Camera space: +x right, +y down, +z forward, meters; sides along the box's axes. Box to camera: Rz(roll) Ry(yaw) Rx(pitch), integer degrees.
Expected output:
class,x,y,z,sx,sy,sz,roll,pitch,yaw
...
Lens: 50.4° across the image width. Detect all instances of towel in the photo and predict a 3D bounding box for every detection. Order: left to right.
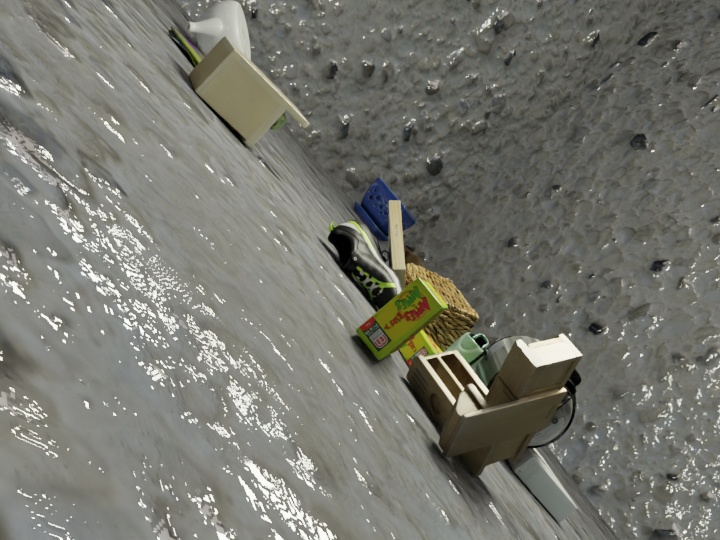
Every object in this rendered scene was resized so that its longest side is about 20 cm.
class,x,y,z,sx,sy,sz,roll,pitch,yaw
towel,-0.358,-0.467,1.753,0.144,0.023,0.200,52,6,12

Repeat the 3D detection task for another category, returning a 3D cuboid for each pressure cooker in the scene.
class,x,y,z,sx,sy,sz,roll,pitch,yaw
pressure cooker,0.305,0.232,1.430,0.177,0.178,0.200,11,15,-3

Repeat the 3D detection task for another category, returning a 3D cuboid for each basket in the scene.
class,x,y,z,sx,sy,sz,roll,pitch,yaw
basket,0.125,0.093,1.562,0.142,0.150,0.200,22,17,-20

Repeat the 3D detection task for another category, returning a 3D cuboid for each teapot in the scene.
class,x,y,z,sx,sy,sz,roll,pitch,yaw
teapot,-0.386,-0.634,2.092,0.199,0.144,0.201,-94,175,-45

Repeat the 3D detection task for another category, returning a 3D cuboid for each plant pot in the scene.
class,x,y,z,sx,sy,sz,roll,pitch,yaw
plant pot,0.098,-0.250,3.310,0.200,0.179,0.200,52,5,23

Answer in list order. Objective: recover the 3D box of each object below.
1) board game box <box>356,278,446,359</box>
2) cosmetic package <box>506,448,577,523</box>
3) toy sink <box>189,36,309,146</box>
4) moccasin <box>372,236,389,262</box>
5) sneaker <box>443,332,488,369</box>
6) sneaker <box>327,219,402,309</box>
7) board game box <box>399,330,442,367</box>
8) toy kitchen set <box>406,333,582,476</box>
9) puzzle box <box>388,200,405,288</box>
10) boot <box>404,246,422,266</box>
class,x,y,z,sx,sy,sz,roll,pitch,yaw
board game box,0.061,0.064,1.025,0.048,0.101,0.200,51,5,7
cosmetic package,0.332,0.380,1.508,0.151,0.052,0.200,51,4,-17
toy sink,-0.211,-0.316,1.434,0.200,0.112,0.131,41,9,-32
moccasin,0.025,-0.021,1.523,0.068,0.081,0.200,44,4,17
sneaker,0.204,0.180,1.438,0.074,0.118,0.200,50,3,26
sneaker,0.000,0.000,1.376,0.082,0.072,0.201,-16,68,-44
board game box,0.139,0.178,1.274,0.200,0.048,0.102,47,6,-33
toy kitchen set,0.129,0.133,0.962,0.162,0.201,0.181,-8,44,-32
puzzle box,0.069,-0.022,1.493,0.201,0.025,0.134,-91,180,-46
boot,0.269,-0.035,3.964,0.200,0.077,0.155,45,-2,26
